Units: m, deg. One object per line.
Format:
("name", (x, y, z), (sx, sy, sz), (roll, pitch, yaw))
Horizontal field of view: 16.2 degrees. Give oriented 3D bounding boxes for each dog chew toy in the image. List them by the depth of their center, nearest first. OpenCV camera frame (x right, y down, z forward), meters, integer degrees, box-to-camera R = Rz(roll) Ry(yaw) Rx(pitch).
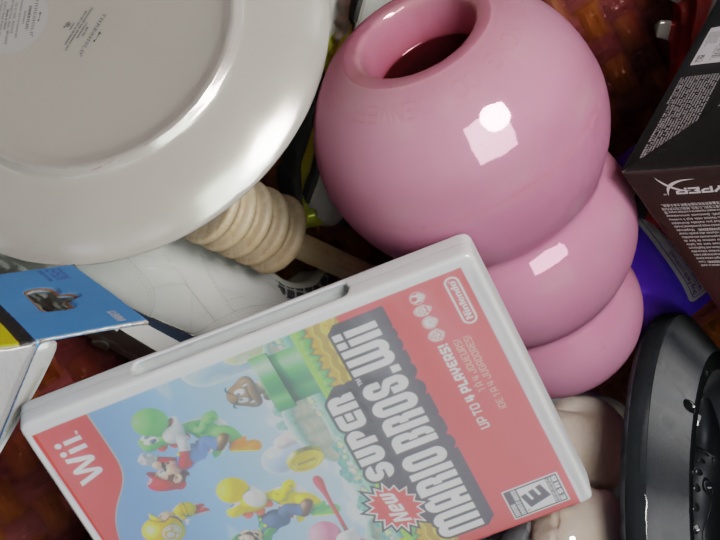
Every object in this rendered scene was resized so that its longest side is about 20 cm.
("dog chew toy", (0.061, -0.025, 1.073), (0.125, 0.125, 0.200), (-37, 127, -11))

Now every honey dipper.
("honey dipper", (0.000, 0.000, 1.154), (0.200, 0.038, 0.038), (23, 90, -43))

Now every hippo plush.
("hippo plush", (0.040, 0.129, 1.170), (0.161, 0.200, 0.159), (5, 82, 6))

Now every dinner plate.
("dinner plate", (-0.111, -0.098, 1.066), (0.200, 0.200, 0.024), (-49, 151, -7))

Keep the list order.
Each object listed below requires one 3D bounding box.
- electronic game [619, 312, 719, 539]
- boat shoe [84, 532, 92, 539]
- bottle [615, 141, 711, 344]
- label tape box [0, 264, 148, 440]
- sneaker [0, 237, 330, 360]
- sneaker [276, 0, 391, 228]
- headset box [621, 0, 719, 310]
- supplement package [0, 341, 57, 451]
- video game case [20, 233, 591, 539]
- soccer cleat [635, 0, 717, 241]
("electronic game", (0.147, 0.119, 1.142), (0.042, 0.200, 0.200), (-4, 101, 19))
("boat shoe", (-0.064, 0.099, 1.111), (0.065, 0.073, 0.200), (31, 128, -15))
("bottle", (0.131, -0.010, 1.196), (0.200, 0.065, 0.084), (-37, 88, -18))
("label tape box", (-0.190, 0.047, 0.942), (0.200, 0.144, 0.063), (-5, 100, -17))
("sneaker", (-0.106, -0.009, 1.134), (0.200, 0.076, 0.081), (32, 77, -25))
("sneaker", (0.024, -0.110, 1.164), (0.085, 0.074, 0.200), (13, 102, -26))
("headset box", (0.218, -0.030, 1.097), (0.200, 0.075, 0.149), (52, 56, -31))
("supplement package", (-0.248, 0.025, 1.059), (0.200, 0.117, 0.117), (30, 87, -19))
("video game case", (-0.021, 0.076, 1.049), (0.200, 0.017, 0.143), (-21, 124, 10))
("soccer cleat", (0.181, -0.099, 1.168), (0.085, 0.069, 0.200), (14, 70, -10))
